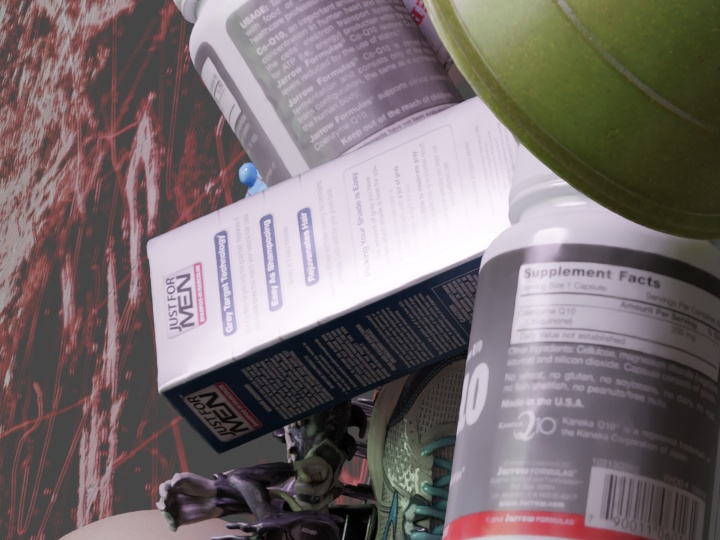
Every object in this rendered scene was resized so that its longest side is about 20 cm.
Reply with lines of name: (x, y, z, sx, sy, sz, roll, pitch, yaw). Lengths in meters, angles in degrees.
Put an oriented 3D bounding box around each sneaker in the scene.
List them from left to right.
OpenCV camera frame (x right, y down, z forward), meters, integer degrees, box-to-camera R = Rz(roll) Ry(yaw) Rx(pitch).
sneaker: (0.044, 0.132, 1.373, 0.086, 0.077, 0.200, -136, 53, -63)

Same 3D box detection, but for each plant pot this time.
plant pot: (0.155, -0.148, 1.113, 0.190, 0.200, 0.200, -44, 33, 36)

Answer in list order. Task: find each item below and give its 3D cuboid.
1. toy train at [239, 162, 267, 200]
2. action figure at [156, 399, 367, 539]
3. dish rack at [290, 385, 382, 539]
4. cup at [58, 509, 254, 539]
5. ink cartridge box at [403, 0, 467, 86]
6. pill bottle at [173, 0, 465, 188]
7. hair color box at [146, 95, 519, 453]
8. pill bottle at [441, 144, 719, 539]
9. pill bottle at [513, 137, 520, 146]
toy train: (-0.023, -0.027, 1.614, 0.087, 0.114, 0.200, -122, 50, -66)
action figure: (-0.050, 0.095, 1.410, 0.200, 0.102, 0.119, -82, 0, -57)
dish rack: (0.021, 0.065, 1.506, 0.153, 0.054, 0.200, 168, 116, -69)
cup: (-0.102, 0.246, 1.484, 0.143, 0.200, 0.201, -129, 56, -69)
ink cartridge box: (0.016, -0.215, 1.520, 0.085, 0.200, 0.146, -31, -21, -46)
pill bottle: (-0.019, -0.103, 1.460, 0.200, 0.114, 0.114, 59, 145, 13)
hair color box: (0.000, 0.000, 1.327, 0.200, 0.061, 0.100, -23, 46, 16)
pill bottle: (0.101, 0.044, 1.185, 0.114, 0.114, 0.200, 144, 139, -62)
pill bottle: (0.113, -0.149, 1.311, 0.113, 0.113, 0.200, 130, 151, -52)
